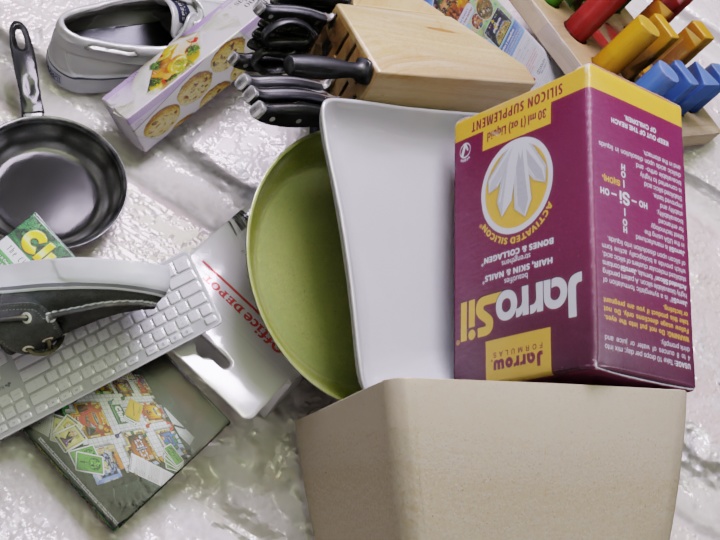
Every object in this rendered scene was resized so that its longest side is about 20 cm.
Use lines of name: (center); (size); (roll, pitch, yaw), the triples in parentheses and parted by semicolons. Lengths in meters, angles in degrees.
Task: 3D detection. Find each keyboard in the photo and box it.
keyboard: (-0.190, 0.056, 0.749); (0.199, 0.011, 0.057); (-28, 81, -4)

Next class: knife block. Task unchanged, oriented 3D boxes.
knife block: (0.013, -0.129, 0.810); (0.199, 0.064, 0.176); (32, 40, -6)

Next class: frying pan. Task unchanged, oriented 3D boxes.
frying pan: (-0.251, -0.091, 0.852); (0.115, 0.031, 0.190); (-31, 74, -31)

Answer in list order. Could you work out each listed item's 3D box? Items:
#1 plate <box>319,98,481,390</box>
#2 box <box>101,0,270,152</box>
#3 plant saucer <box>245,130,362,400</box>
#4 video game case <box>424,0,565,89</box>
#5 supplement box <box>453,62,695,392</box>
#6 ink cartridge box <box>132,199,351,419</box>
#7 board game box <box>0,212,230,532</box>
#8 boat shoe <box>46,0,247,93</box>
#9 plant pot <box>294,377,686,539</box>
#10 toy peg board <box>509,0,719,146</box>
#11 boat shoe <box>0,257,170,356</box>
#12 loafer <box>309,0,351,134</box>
plate: (0.055, -0.015, 0.810); (0.199, 0.032, 0.201); (-2, 79, -41)
box: (-0.112, -0.174, 0.907); (0.200, 0.042, 0.039); (-41, 55, -15)
plant saucer: (0.000, 0.000, 0.811); (0.199, 0.031, 0.201); (12, 69, -33)
video game case: (0.095, -0.158, 0.965); (0.200, 0.018, 0.144); (39, 68, -29)
supplement box: (0.139, -0.015, 0.774); (0.103, 0.131, 0.201); (14, 69, -37)
ink cartridge box: (-0.066, 0.020, 0.838); (0.116, 0.068, 0.200); (42, 54, 5)
board game box: (-0.192, 0.066, 0.774); (0.105, 0.023, 0.200); (-42, 82, -16)
boat shoe: (-0.151, -0.191, 0.930); (0.199, 0.065, 0.074); (-20, 70, -30)
plant pot: (0.079, 0.175, 0.737); (0.199, 0.200, 0.178); (4, 74, -19)
toy peg board: (0.257, -0.219, 1.049); (0.200, 0.098, 0.200); (-13, 64, -52)
boat shoe: (-0.215, 0.027, 0.728); (0.199, 0.069, 0.057); (-5, 82, 9)
loafer: (-0.010, -0.139, 0.942); (0.068, 0.070, 0.202); (11, 83, -35)
